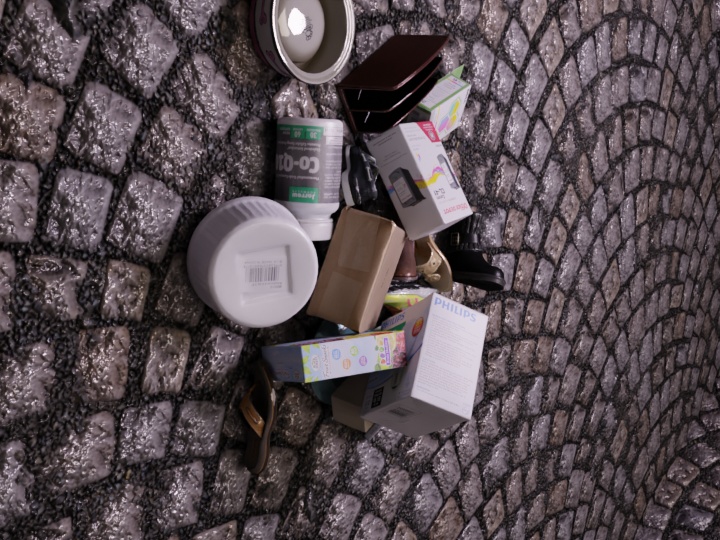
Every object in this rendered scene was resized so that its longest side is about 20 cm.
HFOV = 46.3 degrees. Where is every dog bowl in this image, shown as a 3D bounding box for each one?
[{"bbox_3d":[-0.100,-0.408,1.387,0.200,0.074,0.201,-16,110,-49],"label":"dog bowl"}]

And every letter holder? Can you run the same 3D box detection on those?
[{"bbox_3d":[0.079,-0.348,1.565,0.200,0.142,0.101,-48,132,-33],"label":"letter holder"}]

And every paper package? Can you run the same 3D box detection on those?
[{"bbox_3d":[0.000,0.000,1.505,0.191,0.103,0.201,6,103,-79],"label":"paper package"}]

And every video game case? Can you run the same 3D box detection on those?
[{"bbox_3d":[0.085,0.258,1.711,0.143,0.018,0.200,-43,170,-36],"label":"video game case"}]

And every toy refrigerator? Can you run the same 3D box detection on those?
[{"bbox_3d":[0.031,0.224,1.650,0.200,0.076,0.070,-42,138,-44],"label":"toy refrigerator"}]

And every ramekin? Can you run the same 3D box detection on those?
[{"bbox_3d":[-0.163,-0.008,1.321,0.200,0.098,0.201,-8,110,-23],"label":"ramekin"}]

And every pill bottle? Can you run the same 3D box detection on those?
[{"bbox_3d":[-0.089,-0.156,1.426,0.113,0.113,0.201,-8,104,-50],"label":"pill bottle"}]

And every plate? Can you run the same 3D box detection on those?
[{"bbox_3d":[-0.026,0.168,1.649,0.200,0.026,0.201,-17,112,-48],"label":"plate"}]

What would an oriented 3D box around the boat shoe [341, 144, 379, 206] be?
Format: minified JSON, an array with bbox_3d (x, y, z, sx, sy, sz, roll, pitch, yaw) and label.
[{"bbox_3d":[0.004,-0.172,1.505,0.200,0.060,0.076,-88,167,-56],"label":"boat shoe"}]

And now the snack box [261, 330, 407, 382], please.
[{"bbox_3d":[-0.047,0.148,1.455,0.199,0.168,0.068,-4,87,-29],"label":"snack box"}]

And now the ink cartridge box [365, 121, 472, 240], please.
[{"bbox_3d":[0.113,-0.171,1.574,0.147,0.085,0.201,-22,86,-59],"label":"ink cartridge box"}]

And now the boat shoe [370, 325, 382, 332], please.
[{"bbox_3d":[0.077,0.129,1.672,0.201,0.061,0.072,-25,91,-17],"label":"boat shoe"}]

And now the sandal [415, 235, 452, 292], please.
[{"bbox_3d":[0.125,-0.032,1.749,0.070,0.077,0.212,-40,120,-43],"label":"sandal"}]

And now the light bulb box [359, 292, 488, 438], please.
[{"bbox_3d":[0.113,0.175,1.518,0.124,0.198,0.201,24,61,-19],"label":"light bulb box"}]

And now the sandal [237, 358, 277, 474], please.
[{"bbox_3d":[-0.186,0.253,1.449,0.054,0.082,0.201,4,103,-29],"label":"sandal"}]

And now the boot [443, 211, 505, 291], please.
[{"bbox_3d":[0.246,-0.048,1.797,0.079,0.211,0.158,22,86,-35],"label":"boot"}]

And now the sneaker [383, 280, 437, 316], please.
[{"bbox_3d":[0.089,0.071,1.728,0.200,0.078,0.091,6,98,-51],"label":"sneaker"}]

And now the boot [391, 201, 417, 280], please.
[{"bbox_3d":[0.081,-0.091,1.640,0.186,0.064,0.201,-99,-169,-75],"label":"boot"}]

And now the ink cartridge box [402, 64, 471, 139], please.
[{"bbox_3d":[0.166,-0.330,1.710,0.200,0.059,0.104,-39,155,-39],"label":"ink cartridge box"}]
